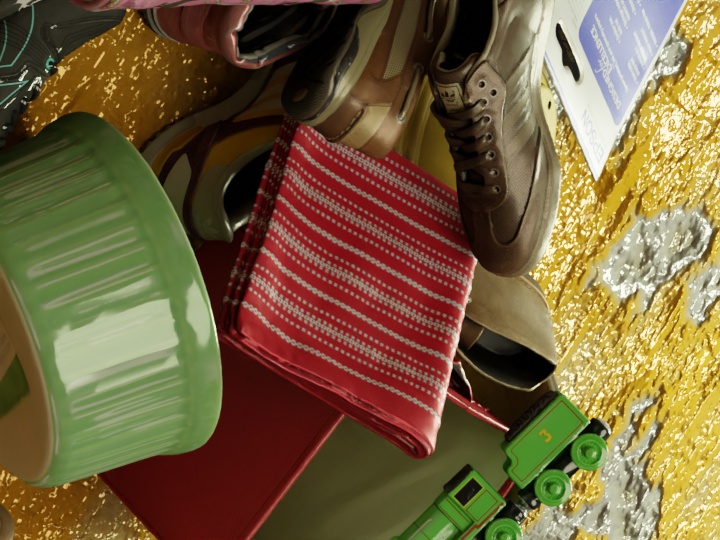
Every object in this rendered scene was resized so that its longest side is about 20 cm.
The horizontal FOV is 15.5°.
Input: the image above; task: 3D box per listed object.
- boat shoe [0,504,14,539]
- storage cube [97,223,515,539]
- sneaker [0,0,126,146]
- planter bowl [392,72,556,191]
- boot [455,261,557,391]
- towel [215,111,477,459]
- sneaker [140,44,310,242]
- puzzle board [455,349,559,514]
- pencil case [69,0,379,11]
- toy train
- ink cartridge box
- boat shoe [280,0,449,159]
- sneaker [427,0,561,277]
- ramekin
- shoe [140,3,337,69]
[{"bbox_3d":[-0.285,0.203,1.531,0.200,0.072,0.065,-37,146,-28],"label":"boat shoe"},{"bbox_3d":[-0.037,0.103,1.613,0.200,0.180,0.171,-53,138,3],"label":"storage cube"},{"bbox_3d":[-0.208,-0.098,1.419,0.200,0.075,0.079,-27,90,-24],"label":"sneaker"},{"bbox_3d":[0.068,-0.081,1.653,0.200,0.083,0.201,-48,146,-48],"label":"planter bowl"},{"bbox_3d":[0.046,0.006,1.588,0.200,0.075,0.074,31,114,-31],"label":"boot"},{"bbox_3d":[0.000,0.000,1.495,0.145,0.022,0.200,32,44,-17],"label":"towel"},{"bbox_3d":[-0.037,-0.086,1.593,0.200,0.090,0.075,-43,135,-19],"label":"sneaker"},{"bbox_3d":[0.073,0.100,1.694,0.017,0.200,0.151,25,121,-28],"label":"puzzle board"},{"bbox_3d":[-0.069,-0.180,1.407,0.200,0.086,0.083,-7,94,-36],"label":"pencil case"},{"bbox_3d":[0.065,0.150,1.560,0.200,0.042,0.056,-44,94,-1],"label":"toy train"},{"bbox_3d":[0.146,-0.197,1.705,0.200,0.047,0.198,-59,143,-27],"label":"ink cartridge box"},{"bbox_3d":[0.021,-0.143,1.552,0.074,0.076,0.200,39,53,-16],"label":"boat shoe"},{"bbox_3d":[0.066,-0.094,1.514,0.075,0.070,0.200,-6,98,-43],"label":"sneaker"},{"bbox_3d":[-0.167,0.022,1.453,0.098,0.200,0.200,-21,126,-26],"label":"ramekin"},{"bbox_3d":[-0.029,-0.189,1.544,0.200,0.091,0.072,-38,134,-23],"label":"shoe"}]
